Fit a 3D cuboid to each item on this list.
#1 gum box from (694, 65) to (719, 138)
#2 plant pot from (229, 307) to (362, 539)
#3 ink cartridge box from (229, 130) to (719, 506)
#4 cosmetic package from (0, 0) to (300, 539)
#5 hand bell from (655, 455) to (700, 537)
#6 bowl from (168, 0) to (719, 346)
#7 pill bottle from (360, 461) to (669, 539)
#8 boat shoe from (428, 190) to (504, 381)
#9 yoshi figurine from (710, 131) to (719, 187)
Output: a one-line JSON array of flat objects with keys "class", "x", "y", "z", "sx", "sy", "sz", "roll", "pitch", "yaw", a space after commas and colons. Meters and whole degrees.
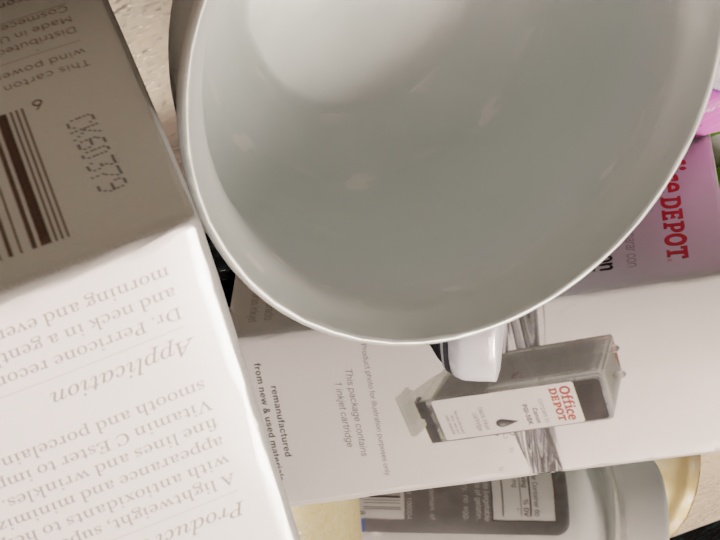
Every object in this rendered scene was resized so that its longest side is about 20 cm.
[{"class": "gum box", "x": 0.179, "y": -0.115, "z": 1.113, "sx": 0.199, "sy": 0.066, "sz": 0.114, "roll": -16, "pitch": 161, "yaw": -19}, {"class": "plant pot", "x": -0.075, "y": 0.119, "z": 1.259, "sx": 0.187, "sy": 0.187, "sz": 0.200, "roll": -13, "pitch": 139, "yaw": -27}, {"class": "ink cartridge box", "x": 0.054, "y": 0.015, "z": 1.125, "sx": 0.199, "sy": 0.083, "sz": 0.147, "roll": -8, "pitch": -154, "yaw": 6}, {"class": "cosmetic package", "x": -0.125, "y": 0.034, "z": 0.912, "sx": 0.164, "sy": 0.165, "sz": 0.200, "roll": -19, "pitch": 132, "yaw": -7}, {"class": "hand bell", "x": 0.096, "y": 0.107, "z": 1.657, "sx": 0.200, "sy": 0.104, "sz": 0.104, "roll": 11, "pitch": 145, "yaw": -37}, {"class": "bowl", "x": 0.015, "y": -0.083, "z": 0.914, "sx": 0.201, "sy": 0.090, "sz": 0.202, "roll": -12, "pitch": 117, "yaw": -24}, {"class": "pill bottle", "x": 0.067, "y": 0.150, "z": 1.564, "sx": 0.199, "sy": 0.114, "sz": 0.114, "roll": 3, "pitch": 157, "yaw": -9}, {"class": "boat shoe", "x": 0.017, "y": -0.023, "z": 1.034, "sx": 0.068, "sy": 0.200, "sz": 0.072, "roll": -2, "pitch": 123, "yaw": -3}, {"class": "yoshi figurine", "x": 0.119, "y": 0.001, "z": 1.253, "sx": 0.200, "sy": 0.112, "sz": 0.112, "roll": -40, "pitch": 180, "yaw": 31}]
